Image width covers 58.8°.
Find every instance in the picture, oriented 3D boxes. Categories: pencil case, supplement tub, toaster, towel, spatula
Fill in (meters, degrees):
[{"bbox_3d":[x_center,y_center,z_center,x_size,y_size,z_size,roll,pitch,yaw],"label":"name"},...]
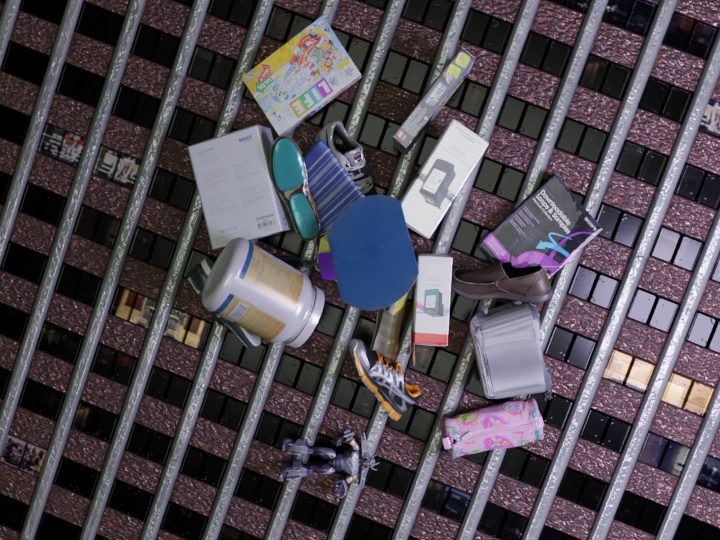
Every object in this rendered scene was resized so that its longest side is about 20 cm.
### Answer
[{"bbox_3d":[0.252,0.307,1.238,0.195,0.087,0.090,-12,92,3],"label":"pencil case"},{"bbox_3d":[-0.180,0.046,1.196,0.198,0.145,0.146,31,95,-23],"label":"supplement tub"},{"bbox_3d":[0.283,0.159,1.214,0.126,0.114,0.205,-12,102,8],"label":"toaster"},{"bbox_3d":[-0.055,-0.134,1.228,0.201,0.024,0.144,52,131,-1],"label":"towel"},{"bbox_3d":[-0.102,-0.013,1.230,0.197,0.020,0.058,5,113,38],"label":"spatula"}]

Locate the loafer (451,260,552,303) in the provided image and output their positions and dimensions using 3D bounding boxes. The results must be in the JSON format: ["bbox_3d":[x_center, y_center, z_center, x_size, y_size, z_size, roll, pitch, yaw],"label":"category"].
[{"bbox_3d":[0.261,0.010,1.202,0.196,0.073,0.072,3,117,24],"label":"loafer"}]

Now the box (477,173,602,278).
[{"bbox_3d":[0.346,-0.065,1.236,0.200,0.036,0.143,-43,90,4],"label":"box"}]

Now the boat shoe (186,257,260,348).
[{"bbox_3d":[-0.271,0.074,1.266,0.060,0.076,0.202,-34,83,7],"label":"boat shoe"}]

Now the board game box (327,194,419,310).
[{"bbox_3d":[0.026,-0.029,1.136,0.155,0.039,0.204,-21,72,24],"label":"board game box"}]

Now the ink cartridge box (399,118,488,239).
[{"bbox_3d":[0.143,-0.163,1.188,0.083,0.145,0.202,33,95,1],"label":"ink cartridge box"}]

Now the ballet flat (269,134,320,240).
[{"bbox_3d":[-0.126,-0.155,1.210,0.069,0.071,0.204,-16,108,4],"label":"ballet flat"}]

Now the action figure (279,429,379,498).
[{"bbox_3d":[-0.059,0.381,1.270,0.195,0.069,0.134,3,84,-1],"label":"action figure"}]

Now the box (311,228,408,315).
[{"bbox_3d":[0.000,0.000,1.204,0.198,0.050,0.077,29,126,25],"label":"box"}]

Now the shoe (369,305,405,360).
[{"bbox_3d":[0.056,0.074,1.243,0.052,0.070,0.205,8,96,-5],"label":"shoe"}]

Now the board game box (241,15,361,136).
[{"bbox_3d":[-0.114,-0.376,1.247,0.198,0.034,0.136,-35,91,5],"label":"board game box"}]

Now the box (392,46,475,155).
[{"bbox_3d":[0.134,-0.312,1.198,0.035,0.110,0.201,38,95,0],"label":"box"}]

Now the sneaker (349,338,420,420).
[{"bbox_3d":[0.044,0.198,1.230,0.076,0.079,0.201,-33,120,5],"label":"sneaker"}]

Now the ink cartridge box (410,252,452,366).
[{"bbox_3d":[0.133,0.072,1.216,0.066,0.116,0.205,3,94,3],"label":"ink cartridge box"}]

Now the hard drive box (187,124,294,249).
[{"bbox_3d":[-0.229,-0.158,1.234,0.152,0.077,0.205,-12,93,13],"label":"hard drive box"}]

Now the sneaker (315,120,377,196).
[{"bbox_3d":[-0.017,-0.191,1.218,0.073,0.088,0.202,-33,93,-22],"label":"sneaker"}]
